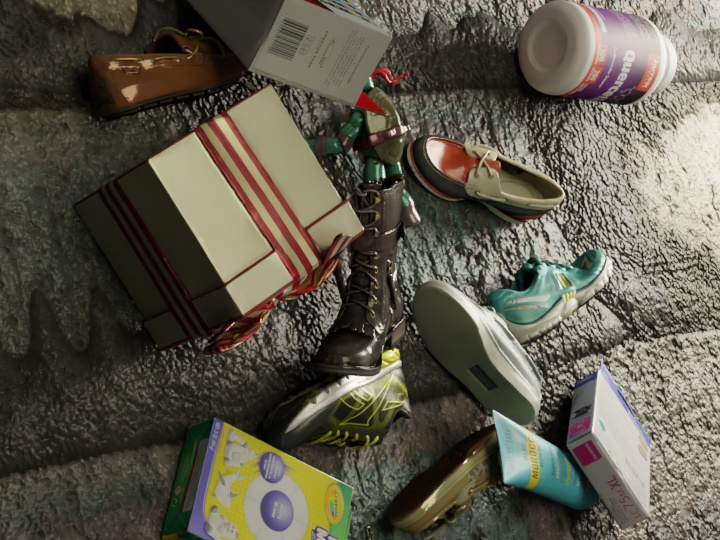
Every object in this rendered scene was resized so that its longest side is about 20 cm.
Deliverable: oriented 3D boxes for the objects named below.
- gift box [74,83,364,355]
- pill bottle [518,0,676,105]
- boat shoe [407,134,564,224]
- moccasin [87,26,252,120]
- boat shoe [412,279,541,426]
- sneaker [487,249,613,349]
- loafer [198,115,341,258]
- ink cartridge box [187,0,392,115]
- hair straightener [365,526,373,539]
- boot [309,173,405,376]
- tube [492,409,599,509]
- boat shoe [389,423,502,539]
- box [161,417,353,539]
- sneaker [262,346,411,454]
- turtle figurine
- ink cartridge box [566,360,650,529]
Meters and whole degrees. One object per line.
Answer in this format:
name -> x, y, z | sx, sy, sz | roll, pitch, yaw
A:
gift box -> -0.122, -0.036, 1.570 | 0.184, 0.200, 0.187 | -36, 99, -30
pill bottle -> 0.293, -0.261, 2.109 | 0.200, 0.112, 0.113 | 2, 73, -42
boat shoe -> 0.140, -0.106, 1.943 | 0.200, 0.062, 0.071 | 23, 61, -34
moccasin -> -0.180, -0.200, 1.681 | 0.201, 0.074, 0.078 | -19, 95, -38
boat shoe -> 0.127, 0.078, 1.864 | 0.201, 0.070, 0.072 | 51, 36, -20
sneaker -> 0.217, 0.016, 1.962 | 0.200, 0.077, 0.080 | -32, 88, -45
loafer -> -0.076, -0.091, 1.725 | 0.200, 0.071, 0.073 | 38, 49, -23
ink cartridge box -> -0.062, -0.249, 1.718 | 0.175, 0.084, 0.200 | 16, 22, -37
hair straightener -> 0.079, 0.311, 1.713 | 0.200, 0.077, 0.041 | 43, 51, -22
boot -> 0.000, 0.000, 1.683 | 0.200, 0.069, 0.175 | -47, 140, -66
tube -> 0.191, 0.208, 1.839 | 0.200, 0.050, 0.078 | 29, 42, -52
boat shoe -> 0.104, 0.222, 1.774 | 0.200, 0.073, 0.063 | -33, 97, -46
box -> -0.083, 0.231, 1.617 | 0.200, 0.048, 0.118 | 31, 55, -32
sneaker -> -0.012, 0.142, 1.696 | 0.200, 0.074, 0.085 | -29, 95, -45
turtle figurine -> 0.002, -0.134, 1.806 | 0.150, 0.101, 0.201 | -19, 93, -45
ink cartridge box -> 0.279, 0.191, 1.936 | 0.119, 0.042, 0.200 | 56, 21, -12
